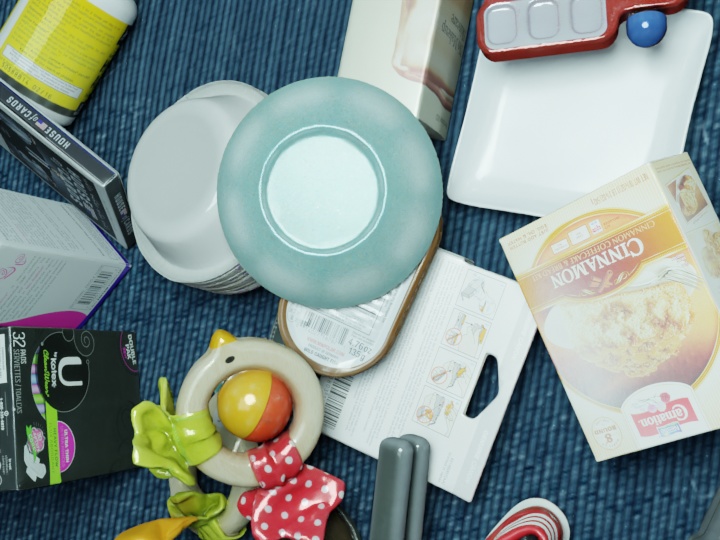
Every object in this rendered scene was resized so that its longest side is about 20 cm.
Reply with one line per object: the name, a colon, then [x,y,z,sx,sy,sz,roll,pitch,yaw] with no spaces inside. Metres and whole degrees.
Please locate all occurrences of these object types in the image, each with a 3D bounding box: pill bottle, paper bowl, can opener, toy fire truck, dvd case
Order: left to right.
dvd case: [-0.314,-0.116,0.995,0.200,0.150,0.025,39,71,11]
pill bottle: [-0.307,-0.264,1.036,0.111,0.111,0.200,38,100,20]
paper bowl: [-0.143,-0.084,0.937,0.200,0.104,0.202,-9,73,31]
can opener: [0.040,0.244,0.845,0.066,0.053,0.201,2,89,36]
toy fire truck: [0.197,-0.264,0.825,0.199,0.112,0.169,-3,82,15]

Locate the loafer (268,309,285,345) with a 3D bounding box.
loafer: [-0.041,0.010,0.928,0.068,0.070,0.201,29,96,22]

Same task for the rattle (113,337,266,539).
rattle: [-0.166,0.159,0.927,0.130,0.142,0.201,27,107,57]

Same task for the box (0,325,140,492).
box: [-0.320,0.135,0.958,0.124,0.200,0.149,-8,82,19]

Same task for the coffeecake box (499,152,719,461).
coffeecake box: [0.223,0.032,0.776,0.153,0.073,0.201,-29,82,43]

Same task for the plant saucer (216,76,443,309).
plant saucer: [-0.030,-0.067,0.831,0.200,0.039,0.202,0,92,6]

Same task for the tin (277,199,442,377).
tin: [0.000,0.000,0.869,0.112,0.042,0.201,24,95,0]

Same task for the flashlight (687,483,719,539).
flashlight: [0.318,0.179,0.778,0.068,0.068,0.201,26,99,32]

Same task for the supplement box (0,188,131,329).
supplement box: [-0.345,-0.011,0.981,0.103,0.200,0.101,46,101,18]

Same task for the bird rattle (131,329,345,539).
bird rattle: [-0.096,0.142,0.842,0.199,0.113,0.164,24,93,-6]

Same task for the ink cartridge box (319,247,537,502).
ink cartridge box: [0.062,0.083,0.895,0.176,0.045,0.201,22,94,21]

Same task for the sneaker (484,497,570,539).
sneaker: [0.091,0.278,0.828,0.078,0.115,0.200,38,99,20]

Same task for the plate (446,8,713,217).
plate: [0.193,-0.140,0.869,0.199,0.032,0.201,13,89,22]

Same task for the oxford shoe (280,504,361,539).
oxford shoe: [-0.038,0.270,0.898,0.073,0.084,0.200,-45,68,17]

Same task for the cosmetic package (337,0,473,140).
cosmetic package: [0.047,-0.231,0.898,0.087,0.103,0.201,12,91,20]
